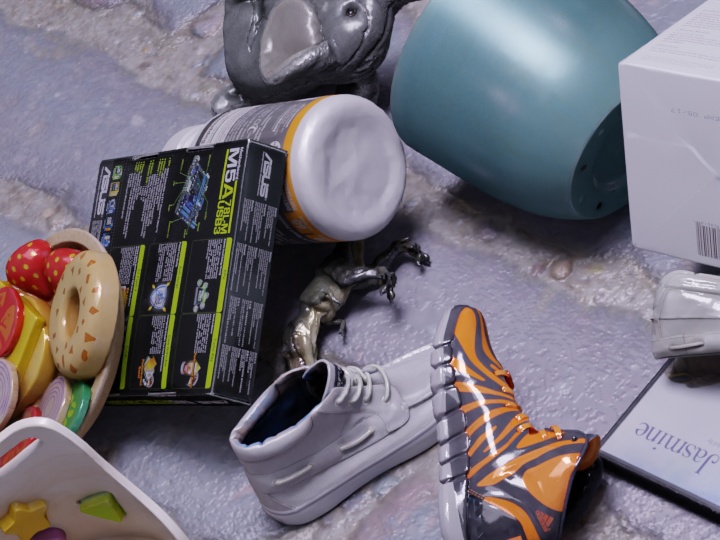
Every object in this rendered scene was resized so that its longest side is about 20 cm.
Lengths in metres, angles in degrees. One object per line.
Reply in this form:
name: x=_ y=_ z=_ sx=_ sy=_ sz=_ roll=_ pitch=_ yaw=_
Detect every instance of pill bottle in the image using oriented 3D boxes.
pill bottle: x=-0.068 y=-0.077 z=1.748 sx=0.200 sy=0.116 sz=0.116 roll=-3 pitch=45 yaw=47

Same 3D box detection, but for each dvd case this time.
dvd case: x=0.274 y=0.086 z=1.519 sx=0.143 sy=0.018 sz=0.200 roll=24 pitch=63 yaw=39

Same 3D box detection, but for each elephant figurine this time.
elephant figurine: x=-0.030 y=-0.194 z=1.846 sx=0.141 sy=0.155 sz=0.200 roll=-21 pitch=29 yaw=-27

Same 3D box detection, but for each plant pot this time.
plant pot: x=0.149 y=-0.133 z=1.670 sx=0.201 sy=0.201 sz=0.161 roll=-40 pitch=57 yaw=-14

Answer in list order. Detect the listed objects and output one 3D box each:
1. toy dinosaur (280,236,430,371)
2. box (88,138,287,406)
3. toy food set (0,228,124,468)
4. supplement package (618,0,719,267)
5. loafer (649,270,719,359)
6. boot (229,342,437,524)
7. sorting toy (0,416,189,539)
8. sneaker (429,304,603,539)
toy dinosaur: x=0.000 y=0.000 z=1.719 sx=0.088 sy=0.047 sz=0.200 roll=-3 pitch=44 yaw=33
box: x=-0.146 y=0.005 z=1.685 sx=0.193 sy=0.048 sz=0.200 roll=-4 pitch=74 yaw=45
toy food set: x=-0.250 y=0.063 z=1.711 sx=0.200 sy=0.049 sz=0.198 roll=34 pitch=105 yaw=52
supplement package: x=0.305 y=-0.108 z=1.553 sx=0.152 sy=0.151 sz=0.200 roll=15 pitch=36 yaw=36
loafer: x=0.296 y=0.048 z=1.494 sx=0.200 sy=0.070 sz=0.070 roll=10 pitch=89 yaw=27
boot: x=-0.001 y=0.097 z=1.585 sx=0.200 sy=0.096 sz=0.074 roll=-38 pitch=44 yaw=-12
sorting toy: x=-0.236 y=0.186 z=1.552 sx=0.200 sy=0.180 sz=0.107 roll=-28 pitch=43 yaw=-2
sneaker: x=0.113 y=0.110 z=1.527 sx=0.112 sy=0.078 sz=0.200 roll=-12 pitch=62 yaw=16
